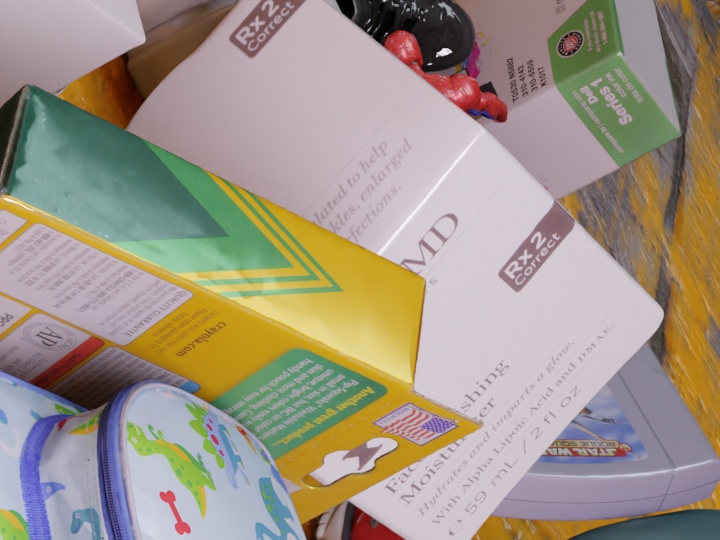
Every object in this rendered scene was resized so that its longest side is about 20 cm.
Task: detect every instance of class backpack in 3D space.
[{"bbox_3d":[-0.100,0.121,0.740,0.200,0.147,0.183,31,37,-54],"label":"backpack"}]

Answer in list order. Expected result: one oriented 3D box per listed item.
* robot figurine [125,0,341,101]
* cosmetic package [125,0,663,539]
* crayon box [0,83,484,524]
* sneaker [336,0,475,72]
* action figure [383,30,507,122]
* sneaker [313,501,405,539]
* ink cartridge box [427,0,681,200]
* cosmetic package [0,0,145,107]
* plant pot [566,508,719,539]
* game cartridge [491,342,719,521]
[{"bbox_3d":[-0.057,-0.102,1.163,0.200,0.113,0.170,64,-21,-5],"label":"robot figurine"},{"bbox_3d":[0.000,0.000,1.031,0.165,0.165,0.200,42,2,39],"label":"cosmetic package"},{"bbox_3d":[-0.068,0.020,0.808,0.200,0.126,0.052,27,53,-26],"label":"crayon box"},{"bbox_3d":[-0.013,-0.153,1.335,0.200,0.060,0.104,19,17,-19],"label":"sneaker"},{"bbox_3d":[0.062,-0.054,1.243,0.200,0.065,0.099,61,12,-23],"label":"action figure"},{"bbox_3d":[0.018,0.163,1.067,0.200,0.085,0.077,-82,152,-57],"label":"sneaker"},{"bbox_3d":[0.092,-0.110,1.430,0.084,0.200,0.145,47,26,-35],"label":"ink cartridge box"},{"bbox_3d":[-0.186,-0.135,0.881,0.200,0.108,0.085,33,36,-59],"label":"cosmetic package"},{"bbox_3d":[0.152,0.227,1.204,0.161,0.201,0.201,12,55,-56],"label":"plant pot"},{"bbox_3d":[0.098,0.085,1.249,0.200,0.042,0.133,2,31,-23],"label":"game cartridge"}]
